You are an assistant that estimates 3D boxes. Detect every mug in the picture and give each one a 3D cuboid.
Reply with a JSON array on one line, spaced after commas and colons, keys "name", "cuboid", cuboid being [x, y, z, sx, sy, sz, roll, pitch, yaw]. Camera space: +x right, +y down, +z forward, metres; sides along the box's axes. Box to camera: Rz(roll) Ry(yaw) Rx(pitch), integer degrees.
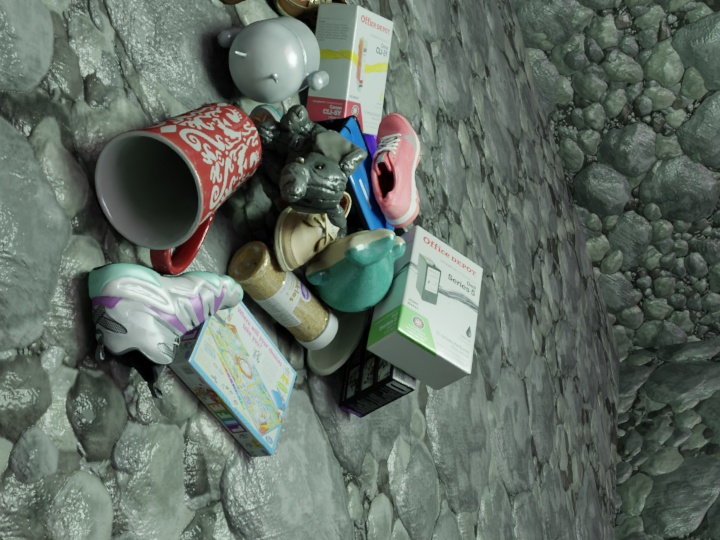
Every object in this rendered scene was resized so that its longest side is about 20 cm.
[{"name": "mug", "cuboid": [-0.215, -0.110, 0.976, 0.133, 0.178, 0.200, 36, 29, -1]}]

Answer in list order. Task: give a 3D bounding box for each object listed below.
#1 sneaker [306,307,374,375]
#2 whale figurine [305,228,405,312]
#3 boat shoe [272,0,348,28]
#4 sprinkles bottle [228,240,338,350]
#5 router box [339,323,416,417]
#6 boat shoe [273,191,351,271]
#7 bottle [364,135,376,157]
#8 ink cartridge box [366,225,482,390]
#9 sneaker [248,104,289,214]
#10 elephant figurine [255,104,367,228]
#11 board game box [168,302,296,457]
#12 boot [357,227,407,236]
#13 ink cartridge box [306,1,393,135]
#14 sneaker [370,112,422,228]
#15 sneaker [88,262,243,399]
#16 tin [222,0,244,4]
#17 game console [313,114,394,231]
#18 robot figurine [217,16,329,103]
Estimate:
[{"name": "sneaker", "cuboid": [-0.019, 0.088, 1.292, 0.202, 0.074, 0.085, -58, 163, -24]}, {"name": "whale figurine", "cuboid": [0.000, 0.000, 1.165, 0.200, 0.156, 0.106, 142, -70, -71]}, {"name": "boat shoe", "cuboid": [-0.084, -0.471, 1.395, 0.199, 0.073, 0.077, -15, 93, -64]}, {"name": "sprinkles bottle", "cuboid": [-0.107, 0.040, 1.158, 0.200, 0.067, 0.069, 48, 39, -46]}, {"name": "router box", "cuboid": [0.037, 0.119, 1.322, 0.051, 0.149, 0.203, 28, 51, -25]}, {"name": "boat shoe", "cuboid": [-0.064, -0.067, 1.151, 0.201, 0.068, 0.075, -64, 141, -55]}, {"name": "bottle", "cuboid": [0.038, -0.178, 1.537, 0.083, 0.064, 0.204, -41, 117, -61]}, {"name": "ink cartridge box", "cuboid": [0.102, 0.055, 1.248, 0.144, 0.084, 0.203, 31, 50, -22]}, {"name": "sneaker", "cuboid": [-0.114, -0.168, 1.229, 0.080, 0.070, 0.203, -68, 147, -49]}, {"name": "elephant figurine", "cuboid": [-0.058, -0.120, 1.069, 0.200, 0.154, 0.143, 42, -24, 48]}, {"name": "board game box", "cuboid": [-0.159, 0.129, 1.056, 0.201, 0.034, 0.136, 58, 33, -36]}, {"name": "boot", "cuboid": [0.062, -0.025, 1.441, 0.145, 0.072, 0.201, 57, -2, -42]}, {"name": "ink cartridge box", "cuboid": [-0.018, -0.344, 1.401, 0.144, 0.082, 0.204, -8, 107, -63]}, {"name": "sneaker", "cuboid": [0.053, -0.174, 1.282, 0.087, 0.073, 0.204, 38, 44, -55]}, {"name": "sneaker", "cuboid": [-0.216, 0.072, 0.916, 0.198, 0.077, 0.143, 6, 78, -45]}, {"name": "tin", "cuboid": [-0.215, -0.485, 1.180, 0.202, 0.041, 0.113, 60, 28, -34]}, {"name": "game console", "cuboid": [-0.029, -0.134, 1.312, 0.203, 0.116, 0.171, 66, 24, -22]}, {"name": "robot figurine", "cuboid": [-0.125, -0.308, 1.185, 0.200, 0.167, 0.115, -64, 176, -68]}]
